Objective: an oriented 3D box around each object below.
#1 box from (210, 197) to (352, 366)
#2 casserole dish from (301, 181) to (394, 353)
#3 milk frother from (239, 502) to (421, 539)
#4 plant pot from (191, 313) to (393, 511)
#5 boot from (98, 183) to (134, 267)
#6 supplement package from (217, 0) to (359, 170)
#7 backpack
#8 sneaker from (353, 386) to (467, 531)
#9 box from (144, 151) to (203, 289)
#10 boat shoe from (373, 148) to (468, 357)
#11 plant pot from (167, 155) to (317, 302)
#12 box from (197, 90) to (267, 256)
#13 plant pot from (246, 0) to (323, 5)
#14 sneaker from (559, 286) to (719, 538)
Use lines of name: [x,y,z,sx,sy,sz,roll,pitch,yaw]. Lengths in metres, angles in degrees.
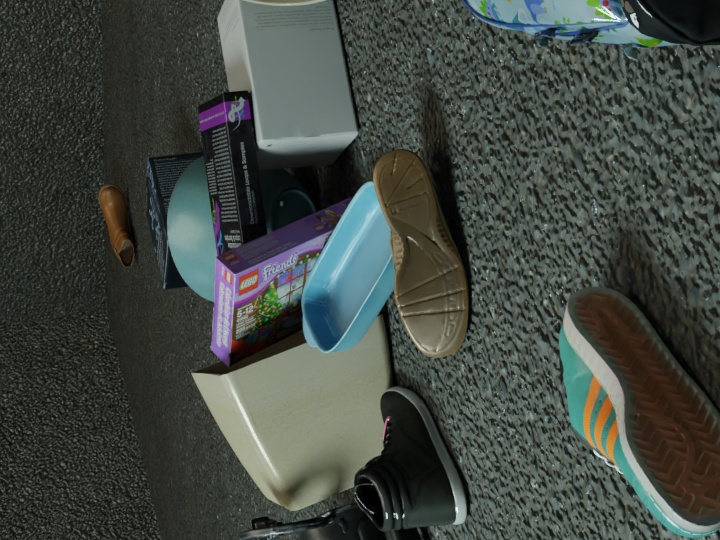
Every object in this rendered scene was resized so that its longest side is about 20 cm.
box: [-0.079,0.012,1.363,0.039,0.199,0.138,38,138,32]
casserole dish: [0.000,0.000,1.283,0.201,0.039,0.121,-60,35,25]
milk frother: [-0.026,0.361,1.330,0.181,0.198,0.189,112,146,-53]
plant pot: [-0.063,0.169,1.409,0.179,0.198,0.200,71,162,-2]
boot: [-0.647,-0.120,3.224,0.155,0.073,0.201,-122,18,-54]
supplement package: [-0.090,-0.233,1.422,0.120,0.120,0.202,142,119,-68]
backpack: [0.142,-0.213,0.740,0.200,0.152,0.165,-119,19,-76]
sneaker: [0.031,0.194,1.254,0.200,0.098,0.071,-120,27,-52]
box: [-0.328,-0.093,2.212,0.149,0.106,0.201,106,151,-52]
boat shoe: [0.062,-0.019,1.157,0.072,0.072,0.202,-31,-75,-77]
plant pot: [-0.133,-0.059,1.559,0.134,0.199,0.202,-2,96,41]
box: [-0.150,-0.103,1.409,0.143,0.036,0.202,-174,78,-70]
plant pot: [-0.085,-0.422,1.296,0.187,0.185,0.202,138,136,-68]
sneaker: [0.188,0.105,0.808,0.201,0.071,0.080,-109,17,-45]
